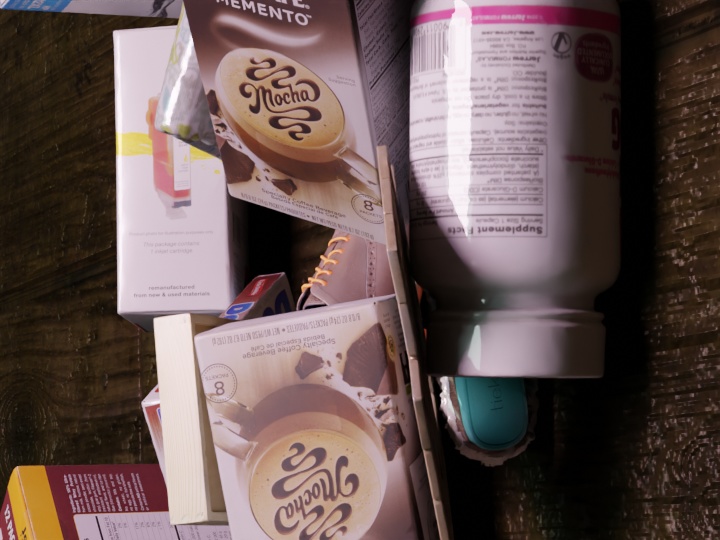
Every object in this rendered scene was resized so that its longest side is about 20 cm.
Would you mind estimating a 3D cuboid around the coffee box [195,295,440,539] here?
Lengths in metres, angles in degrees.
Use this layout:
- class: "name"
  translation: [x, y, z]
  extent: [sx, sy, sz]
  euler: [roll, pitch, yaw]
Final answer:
- class: "coffee box"
  translation: [-0.017, 0.124, 1.379]
  extent: [0.080, 0.112, 0.202]
  euler: [-18, -83, -77]

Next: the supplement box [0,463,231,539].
- class: "supplement box"
  translation: [-0.155, 0.249, 1.648]
  extent: [0.133, 0.199, 0.198]
  euler: [-112, 34, -41]

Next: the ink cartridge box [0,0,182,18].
- class: "ink cartridge box"
  translation: [-0.154, -0.260, 1.671]
  extent: [0.084, 0.199, 0.146]
  euler: [150, 118, -64]

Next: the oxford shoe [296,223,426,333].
- class: "oxford shoe"
  translation: [0.000, 0.000, 1.467]
  extent: [0.071, 0.072, 0.202]
  euler: [144, 126, -59]

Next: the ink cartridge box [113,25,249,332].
- class: "ink cartridge box"
  translation: [-0.125, -0.062, 1.678]
  extent: [0.145, 0.083, 0.202]
  euler: [63, -155, -83]

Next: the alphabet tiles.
- class: "alphabet tiles"
  translation: [0.030, 0.043, 1.249]
  extent: [0.168, 0.007, 0.201]
  euler: [-94, -7, -56]

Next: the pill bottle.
- class: "pill bottle"
  translation: [0.082, -0.044, 1.245]
  extent: [0.113, 0.113, 0.202]
  euler: [176, 95, -65]

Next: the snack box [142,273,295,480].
- class: "snack box"
  translation: [-0.084, 0.074, 1.533]
  extent: [0.200, 0.024, 0.072]
  euler: [-51, -52, -60]

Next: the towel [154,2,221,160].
- class: "towel"
  translation: [-0.070, -0.157, 1.527]
  extent: [0.200, 0.048, 0.173]
  euler: [21, -99, -76]

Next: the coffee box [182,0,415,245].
- class: "coffee box"
  translation: [-0.025, -0.121, 1.299]
  extent: [0.112, 0.080, 0.201]
  euler: [18, 143, 25]

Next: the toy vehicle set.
- class: "toy vehicle set"
  translation: [-0.064, 0.097, 1.484]
  extent: [0.026, 0.200, 0.125]
  euler: [-9, 80, 25]

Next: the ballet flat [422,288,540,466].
- class: "ballet flat"
  translation: [0.063, 0.010, 1.343]
  extent: [0.072, 0.071, 0.202]
  euler: [173, 96, -65]
